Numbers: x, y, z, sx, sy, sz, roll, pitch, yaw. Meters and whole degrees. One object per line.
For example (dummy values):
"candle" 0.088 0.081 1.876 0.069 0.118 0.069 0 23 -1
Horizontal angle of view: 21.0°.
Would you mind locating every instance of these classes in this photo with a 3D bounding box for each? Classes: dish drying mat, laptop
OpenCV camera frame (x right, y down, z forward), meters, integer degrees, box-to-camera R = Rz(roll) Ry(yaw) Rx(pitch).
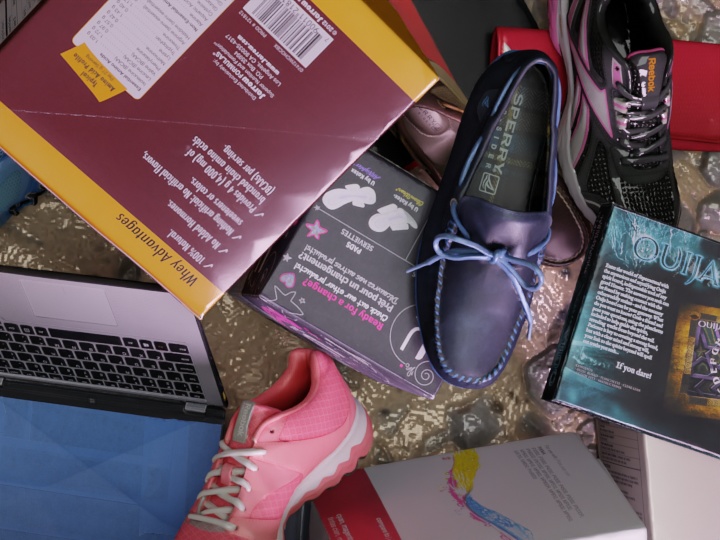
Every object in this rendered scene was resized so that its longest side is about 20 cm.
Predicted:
"dish drying mat" 0.185 -0.126 1.364 0.198 0.018 0.078 3 89 -16
"laptop" -0.190 0.103 1.234 0.185 0.201 0.117 6 54 13

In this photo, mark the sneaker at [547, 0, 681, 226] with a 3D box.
"sneaker" 0.176 -0.117 1.303 0.080 0.086 0.202 -14 89 -19

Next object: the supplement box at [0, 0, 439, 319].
"supplement box" -0.100 -0.124 1.131 0.200 0.133 0.197 -44 114 10

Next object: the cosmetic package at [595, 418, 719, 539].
"cosmetic package" 0.212 0.134 1.339 0.070 0.105 0.202 -5 92 -12

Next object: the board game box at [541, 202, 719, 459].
"board game box" 0.231 0.051 1.276 0.198 0.028 0.137 19 85 -11

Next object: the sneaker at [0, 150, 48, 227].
"sneaker" -0.203 -0.075 1.280 0.090 0.078 0.201 38 84 -11

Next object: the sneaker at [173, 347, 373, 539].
"sneaker" -0.071 0.126 1.205 0.200 0.073 0.087 -51 135 -36

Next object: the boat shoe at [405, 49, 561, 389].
"boat shoe" 0.072 -0.032 1.128 0.083 0.069 0.202 6 87 -11

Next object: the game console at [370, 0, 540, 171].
"game console" 0.022 -0.178 1.345 0.176 0.031 0.201 -31 96 -14

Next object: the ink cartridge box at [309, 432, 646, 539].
"ink cartridge box" 0.077 0.213 1.276 0.198 0.145 0.147 -10 112 -11

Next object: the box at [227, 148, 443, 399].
"box" 0.000 0.000 1.251 0.131 0.200 0.115 30 84 -9

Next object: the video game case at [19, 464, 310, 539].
"video game case" -0.133 0.209 1.281 0.198 0.019 0.145 4 89 15

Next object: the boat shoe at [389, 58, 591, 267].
"boat shoe" 0.088 -0.060 1.309 0.072 0.072 0.200 -40 117 11
